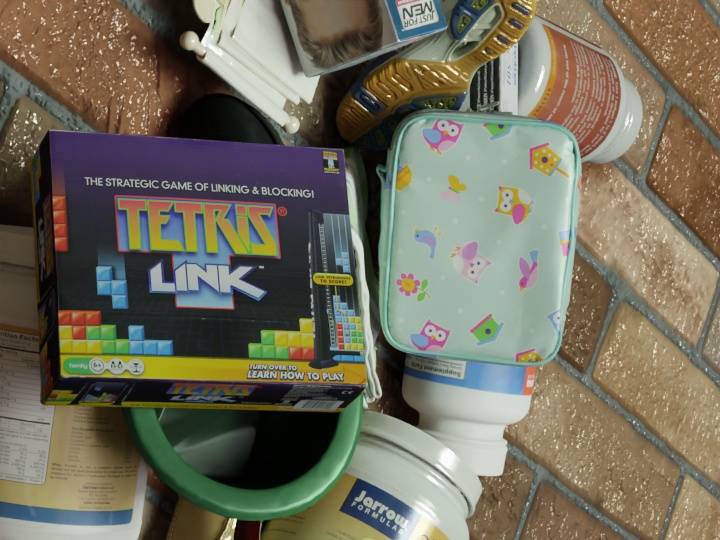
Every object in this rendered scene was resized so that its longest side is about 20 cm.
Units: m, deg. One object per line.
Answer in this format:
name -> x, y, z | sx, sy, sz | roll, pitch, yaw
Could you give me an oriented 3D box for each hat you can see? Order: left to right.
hat -> -0.104, 0.114, 1.542 | 0.165, 0.176, 0.201 | 17, 64, -16

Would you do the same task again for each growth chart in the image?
growth chart -> -0.063, -0.203, 1.715 | 0.145, 0.018, 0.201 | 46, 48, -33

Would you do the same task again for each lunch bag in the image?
lunch bag -> 0.088, -0.031, 1.804 | 0.077, 0.159, 0.201 | -52, 147, -81

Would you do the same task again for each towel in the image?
towel -> 0.000, 0.000, 1.797 | 0.200, 0.030, 0.150 | -83, 168, -68

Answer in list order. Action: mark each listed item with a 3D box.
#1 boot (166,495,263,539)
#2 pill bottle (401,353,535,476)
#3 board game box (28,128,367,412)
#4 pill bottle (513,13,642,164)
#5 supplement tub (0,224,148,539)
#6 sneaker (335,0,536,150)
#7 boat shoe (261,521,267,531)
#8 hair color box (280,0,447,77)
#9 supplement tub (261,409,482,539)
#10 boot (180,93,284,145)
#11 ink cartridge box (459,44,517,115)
boot -> -0.120, 0.118, 1.707 | 0.156, 0.072, 0.201 | 55, 49, -45
pill bottle -> 0.095, 0.067, 1.958 | 0.112, 0.112, 0.201 | 4, 94, -54
board game box -> -0.102, 0.002, 1.454 | 0.199, 0.057, 0.166 | 2, 68, -21
pill bottle -> 0.159, -0.153, 1.994 | 0.200, 0.112, 0.113 | 17, 84, -53
supplement tub -> -0.205, 0.077, 1.528 | 0.144, 0.144, 0.201 | 5, 94, -54
sneaker -> 0.060, -0.176, 1.840 | 0.075, 0.200, 0.088 | 40, 22, -27
boat shoe -> -0.058, 0.215, 1.833 | 0.068, 0.072, 0.200 | 46, 64, -18
hair color box -> -0.020, -0.252, 1.686 | 0.060, 0.100, 0.201 | -22, 93, -47
supplement tub -> -0.007, 0.220, 1.737 | 0.201, 0.144, 0.145 | -60, 139, -21
boot -> -0.099, -0.051, 1.611 | 0.199, 0.073, 0.162 | 65, 17, 18
ink cartridge box -> 0.078, -0.089, 1.886 | 0.044, 0.094, 0.201 | 3, 87, -67
